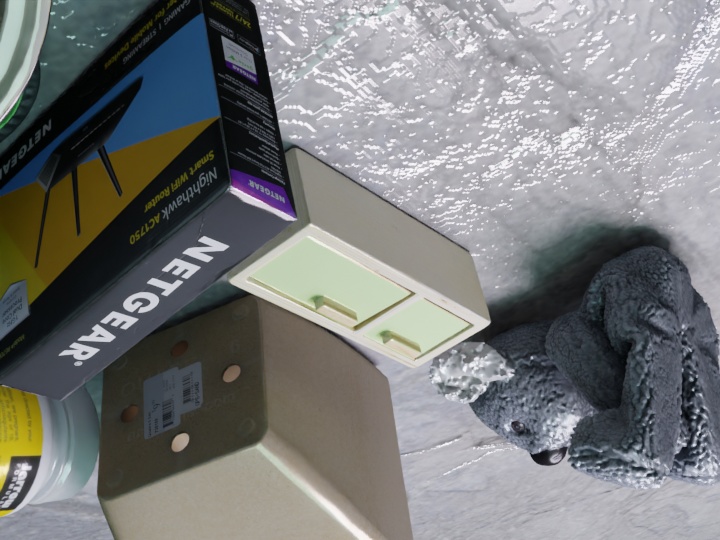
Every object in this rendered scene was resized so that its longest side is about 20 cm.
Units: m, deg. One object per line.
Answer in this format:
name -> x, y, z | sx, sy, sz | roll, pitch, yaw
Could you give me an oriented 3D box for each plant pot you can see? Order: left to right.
plant pot -> -0.091, 0.139, 0.894 | 0.199, 0.201, 0.177 | -21, 135, 13

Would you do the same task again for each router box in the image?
router box -> -0.127, -0.043, 0.642 | 0.200, 0.150, 0.051 | -36, 141, 30

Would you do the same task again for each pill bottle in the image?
pill bottle -> -0.289, 0.118, 0.829 | 0.114, 0.115, 0.199 | -35, 155, 30

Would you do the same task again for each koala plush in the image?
koala plush -> 0.170, 0.084, 0.948 | 0.199, 0.186, 0.177 | -11, 165, 38

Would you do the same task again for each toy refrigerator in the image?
toy refrigerator -> 0.000, 0.000, 0.817 | 0.076, 0.070, 0.199 | -32, 142, 26

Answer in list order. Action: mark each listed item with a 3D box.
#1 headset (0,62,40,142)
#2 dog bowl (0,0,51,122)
headset -> -0.258, -0.078, 0.596 | 0.199, 0.094, 0.124 | -20, 147, -10
dog bowl -> -0.231, -0.133, 0.487 | 0.198, 0.074, 0.202 | -10, 121, -17
